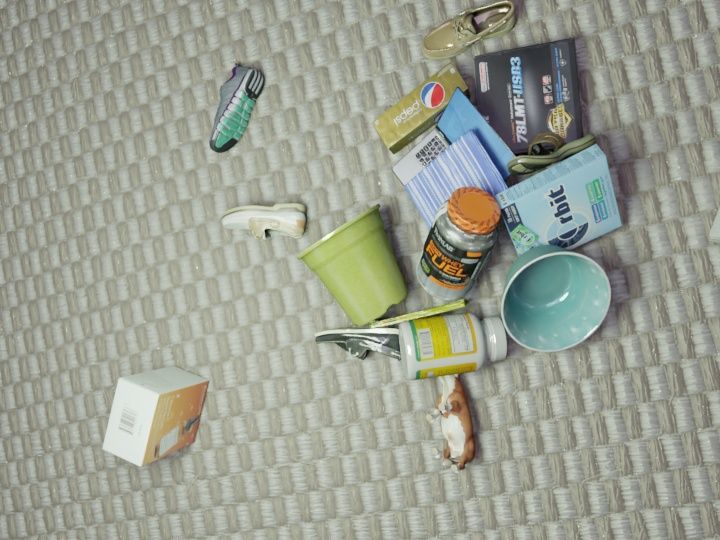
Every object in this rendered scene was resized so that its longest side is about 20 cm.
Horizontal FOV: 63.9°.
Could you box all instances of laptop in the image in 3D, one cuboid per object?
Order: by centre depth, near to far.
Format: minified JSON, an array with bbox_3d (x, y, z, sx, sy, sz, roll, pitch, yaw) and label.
[{"bbox_3d":[0.178,-0.205,1.134,0.199,0.116,0.189,-40,79,12],"label":"laptop"}]

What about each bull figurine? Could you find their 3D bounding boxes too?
[{"bbox_3d":[0.179,0.289,1.133,0.064,0.120,0.206,-15,91,37],"label":"bull figurine"}]

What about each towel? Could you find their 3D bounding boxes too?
[{"bbox_3d":[0.183,-0.158,1.126,0.199,0.024,0.147,-36,81,41],"label":"towel"},{"bbox_3d":[0.118,0.084,1.163,0.194,0.086,0.019,-15,89,15],"label":"towel"}]

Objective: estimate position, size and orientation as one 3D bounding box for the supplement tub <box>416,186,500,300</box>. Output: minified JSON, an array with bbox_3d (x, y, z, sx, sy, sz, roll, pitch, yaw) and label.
[{"bbox_3d":[0.183,-0.049,1.079,0.121,0.123,0.203,31,141,14],"label":"supplement tub"}]

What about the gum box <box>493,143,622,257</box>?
[{"bbox_3d":[0.365,-0.109,1.062,0.196,0.171,0.045,-25,39,14],"label":"gum box"}]

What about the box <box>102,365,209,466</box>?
[{"bbox_3d":[-0.439,0.309,1.258,0.103,0.199,0.157,15,93,16],"label":"box"}]

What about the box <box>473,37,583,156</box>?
[{"bbox_3d":[0.325,-0.330,1.130,0.192,0.050,0.207,-4,89,14],"label":"box"}]

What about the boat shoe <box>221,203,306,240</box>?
[{"bbox_3d":[-0.215,-0.102,1.265,0.193,0.075,0.071,-4,83,15],"label":"boat shoe"}]

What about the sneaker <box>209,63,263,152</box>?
[{"bbox_3d":[-0.295,-0.365,1.303,0.086,0.074,0.204,28,88,27],"label":"sneaker"}]

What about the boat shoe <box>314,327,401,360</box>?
[{"bbox_3d":[-0.006,0.152,1.204,0.193,0.072,0.070,1,86,14],"label":"boat shoe"}]

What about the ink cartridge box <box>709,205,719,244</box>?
[{"bbox_3d":[0.734,-0.091,0.991,0.195,0.087,0.149,21,96,17],"label":"ink cartridge box"}]

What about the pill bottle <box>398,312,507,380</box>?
[{"bbox_3d":[0.177,0.143,1.117,0.193,0.113,0.117,-8,87,-3],"label":"pill bottle"}]

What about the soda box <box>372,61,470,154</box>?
[{"bbox_3d":[0.124,-0.327,1.178,0.197,0.064,0.069,-35,81,13],"label":"soda box"}]

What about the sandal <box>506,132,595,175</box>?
[{"bbox_3d":[0.335,-0.218,1.032,0.197,0.079,0.059,-23,93,-26],"label":"sandal"}]

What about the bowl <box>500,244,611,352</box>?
[{"bbox_3d":[0.346,0.035,1.067,0.194,0.106,0.207,0,119,0],"label":"bowl"}]

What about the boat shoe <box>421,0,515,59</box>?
[{"bbox_3d":[0.212,-0.485,1.153,0.194,0.065,0.075,-14,86,15],"label":"boat shoe"}]

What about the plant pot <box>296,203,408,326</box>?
[{"bbox_3d":[0.000,0.000,1.159,0.197,0.200,0.187,-31,93,13],"label":"plant pot"}]
